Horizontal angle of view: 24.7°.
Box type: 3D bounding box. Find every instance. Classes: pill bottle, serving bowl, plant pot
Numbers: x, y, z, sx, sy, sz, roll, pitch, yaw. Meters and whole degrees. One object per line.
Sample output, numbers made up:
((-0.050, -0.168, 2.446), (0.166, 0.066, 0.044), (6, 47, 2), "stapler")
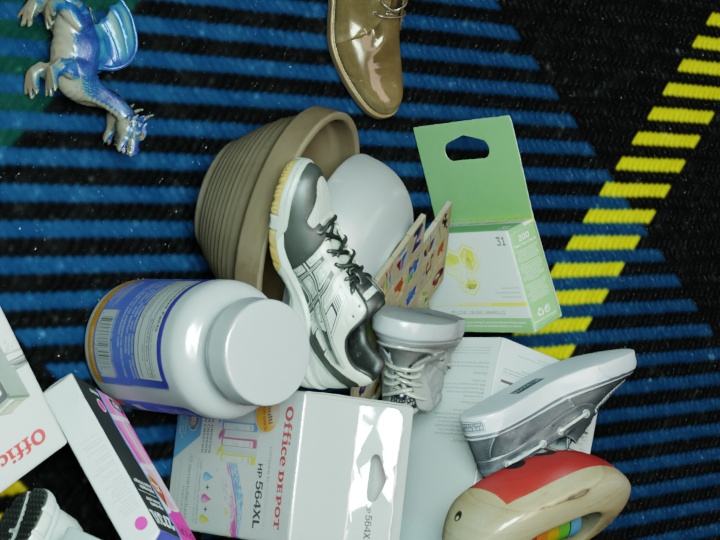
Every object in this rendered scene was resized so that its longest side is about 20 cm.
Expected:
((-0.130, 0.063, 1.333), (0.111, 0.199, 0.113), (0, 90, -39), "pill bottle")
((0.000, 0.000, 1.474), (0.201, 0.065, 0.201), (-56, 157, -38), "serving bowl")
((-0.081, -0.053, 1.429), (0.201, 0.092, 0.202), (-57, 158, -38), "plant pot")

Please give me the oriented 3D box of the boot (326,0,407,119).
((0.014, -0.244, 1.558), (0.073, 0.075, 0.202), (-20, 103, -42), "boot")

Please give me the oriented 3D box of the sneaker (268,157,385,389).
((-0.020, 0.003, 1.337), (0.076, 0.087, 0.201), (-47, 137, -54), "sneaker")

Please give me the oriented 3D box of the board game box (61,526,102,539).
((-0.220, 0.320, 1.290), (0.201, 0.064, 0.148), (-66, 155, -14), "board game box")

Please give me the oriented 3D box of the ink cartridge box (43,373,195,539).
((-0.179, 0.179, 1.298), (0.037, 0.201, 0.095), (-33, 156, 2), "ink cartridge box")

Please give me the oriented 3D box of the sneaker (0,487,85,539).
((-0.272, 0.275, 1.288), (0.080, 0.073, 0.201), (45, 61, -33), "sneaker")

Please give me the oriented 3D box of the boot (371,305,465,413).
((0.049, 0.084, 1.453), (0.200, 0.073, 0.096), (7, 96, -74), "boot")

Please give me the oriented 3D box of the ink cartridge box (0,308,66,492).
((-0.332, 0.084, 1.233), (0.145, 0.084, 0.201), (-37, 112, -36), "ink cartridge box")

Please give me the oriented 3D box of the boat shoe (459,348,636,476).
((0.178, 0.129, 1.489), (0.199, 0.072, 0.068), (-23, 100, -35), "boat shoe")

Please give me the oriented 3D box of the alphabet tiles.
((0.038, 0.030, 1.499), (0.200, 0.007, 0.168), (-54, 157, -43), "alphabet tiles")

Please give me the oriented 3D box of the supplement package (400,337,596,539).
((0.116, 0.180, 1.581), (0.150, 0.151, 0.202), (21, 75, -37), "supplement package")

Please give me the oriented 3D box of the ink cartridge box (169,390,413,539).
((-0.054, 0.168, 1.399), (0.125, 0.199, 0.130), (12, 81, -40), "ink cartridge box")

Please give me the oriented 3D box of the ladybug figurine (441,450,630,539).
((0.151, 0.211, 1.440), (0.199, 0.136, 0.072), (-14, 58, -33), "ladybug figurine")

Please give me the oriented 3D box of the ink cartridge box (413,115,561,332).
((0.108, -0.041, 1.586), (0.048, 0.145, 0.201), (-26, 106, -36), "ink cartridge box")

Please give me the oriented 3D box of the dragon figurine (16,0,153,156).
((-0.224, -0.192, 1.355), (0.099, 0.059, 0.202), (-7, 94, -41), "dragon figurine")
